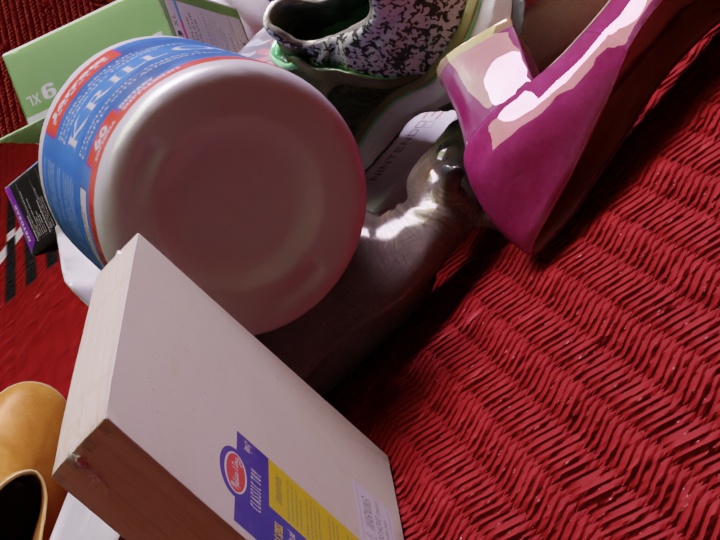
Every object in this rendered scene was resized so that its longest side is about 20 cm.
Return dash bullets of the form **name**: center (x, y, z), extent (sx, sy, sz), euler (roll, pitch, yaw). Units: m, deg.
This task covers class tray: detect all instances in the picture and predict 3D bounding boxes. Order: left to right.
- **tray**: center (-0.116, 0.021, 1.092), extent (0.022, 0.107, 0.200), euler (-43, 14, -1)

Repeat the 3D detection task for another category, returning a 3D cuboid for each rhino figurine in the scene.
- **rhino figurine**: center (0.000, 0.000, 0.897), extent (0.200, 0.060, 0.087), euler (-42, 24, 12)

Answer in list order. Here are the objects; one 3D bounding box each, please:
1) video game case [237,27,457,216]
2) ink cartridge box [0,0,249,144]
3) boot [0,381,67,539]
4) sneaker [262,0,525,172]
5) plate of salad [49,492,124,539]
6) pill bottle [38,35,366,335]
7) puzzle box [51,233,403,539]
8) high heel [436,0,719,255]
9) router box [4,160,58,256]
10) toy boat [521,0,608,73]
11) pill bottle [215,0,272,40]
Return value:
- **video game case**: center (-0.026, -0.070, 1.058), extent (0.200, 0.023, 0.182), euler (4, 43, 42)
- **ink cartridge box**: center (-0.139, -0.118, 1.203), extent (0.104, 0.059, 0.200), euler (-23, -4, 16)
- **boot**: center (-0.177, 0.122, 1.032), extent (0.144, 0.071, 0.202), euler (-49, 18, 56)
- **sneaker**: center (-0.013, -0.100, 0.933), extent (0.200, 0.088, 0.077), euler (-32, 42, 49)
- **plate of salad**: center (-0.106, 0.117, 0.899), extent (0.200, 0.048, 0.201), euler (-158, 90, -81)
- **pill bottle**: center (-0.079, -0.044, 0.885), extent (0.112, 0.112, 0.200), euler (-48, 21, -6)
- **puzzle box**: center (-0.039, 0.064, 0.679), extent (0.025, 0.133, 0.200), euler (-44, 13, 9)
- **high heel**: center (0.128, -0.088, 0.814), extent (0.200, 0.067, 0.096), euler (-27, 61, 9)
- **router box**: center (-0.094, -0.074, 1.224), extent (0.200, 0.051, 0.149), euler (-20, -3, -32)
- **toy boat**: center (0.097, -0.190, 0.986), extent (0.130, 0.131, 0.200), euler (-34, 18, 44)
- **pill bottle**: center (-0.056, -0.248, 1.660), extent (0.200, 0.111, 0.111), euler (-46, 14, 5)
